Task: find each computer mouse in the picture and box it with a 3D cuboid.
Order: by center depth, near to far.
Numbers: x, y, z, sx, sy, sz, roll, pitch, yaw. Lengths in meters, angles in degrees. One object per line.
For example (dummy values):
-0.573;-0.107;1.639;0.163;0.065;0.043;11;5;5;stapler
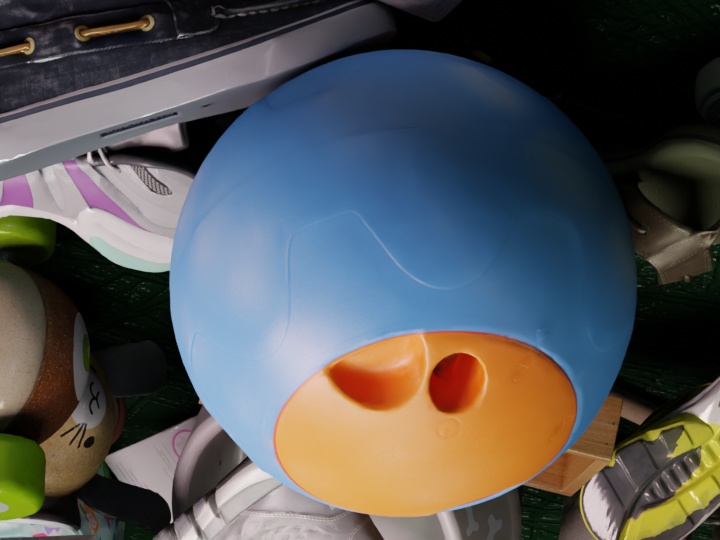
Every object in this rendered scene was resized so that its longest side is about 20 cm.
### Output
0.121;-0.061;1.350;0.200;0.034;0.059;22;149;-25;computer mouse

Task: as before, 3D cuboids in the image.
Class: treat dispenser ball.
0.019;0.006;1.258;0.200;0.201;0.201;5;152;3;treat dispenser ball

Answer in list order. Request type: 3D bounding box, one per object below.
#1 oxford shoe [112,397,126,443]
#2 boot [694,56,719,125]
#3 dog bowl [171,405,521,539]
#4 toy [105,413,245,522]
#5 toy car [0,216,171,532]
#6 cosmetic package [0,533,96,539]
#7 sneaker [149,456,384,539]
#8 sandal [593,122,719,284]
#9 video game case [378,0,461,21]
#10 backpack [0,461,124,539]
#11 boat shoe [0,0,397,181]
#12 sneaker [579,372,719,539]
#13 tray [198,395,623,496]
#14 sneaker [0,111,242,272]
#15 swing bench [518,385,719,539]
-0.229;0.063;1.639;0.200;0.071;0.074;13;172;-4;oxford shoe
0.240;-0.030;1.319;0.200;0.091;0.073;17;150;-18;boot
-0.014;0.134;1.599;0.200;0.059;0.200;11;120;20;dog bowl
-0.035;0.111;1.665;0.200;0.047;0.115;-24;105;35;toy
-0.165;0.069;1.534;0.158;0.165;0.200;-17;153;37;toy car
-0.220;0.179;1.480;0.200;0.083;0.051;1;166;-41;cosmetic package
-0.062;0.177;1.555;0.116;0.075;0.200;52;125;5;sneaker
0.134;-0.020;1.320;0.080;0.057;0.201;39;155;-31;sandal
-0.011;-0.180;1.175;0.200;0.022;0.182;20;149;-21;video game case
-0.229;0.168;1.740;0.177;0.151;0.200;2;156;7;backpack
-0.089;-0.110;1.272;0.200;0.091;0.071;-17;176;-6;boat shoe
0.201;0.074;1.520;0.200;0.075;0.085;-27;-175;5;sneaker
0.023;0.065;1.469;0.200;0.037;0.099;15;164;-4;tray
-0.129;-0.071;1.355;0.200;0.078;0.140;13;151;-30;sneaker
0.179;0.190;1.623;0.200;0.199;0.130;16;151;-14;swing bench
